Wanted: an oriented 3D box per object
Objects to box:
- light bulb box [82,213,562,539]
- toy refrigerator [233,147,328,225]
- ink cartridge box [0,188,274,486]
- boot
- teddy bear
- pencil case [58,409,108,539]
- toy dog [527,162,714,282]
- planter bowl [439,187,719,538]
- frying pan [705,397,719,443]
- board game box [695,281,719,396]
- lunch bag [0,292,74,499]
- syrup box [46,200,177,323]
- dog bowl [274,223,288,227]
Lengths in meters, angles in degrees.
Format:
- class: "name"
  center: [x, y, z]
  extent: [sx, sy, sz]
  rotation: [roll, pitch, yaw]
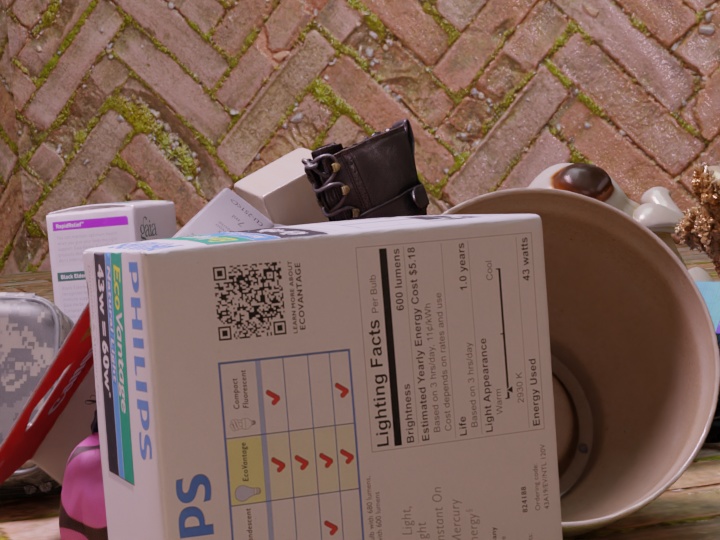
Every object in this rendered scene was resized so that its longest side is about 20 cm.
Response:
- class: "light bulb box"
  center: [-0.019, 0.078, 0.856]
  extent: [0.198, 0.201, 0.125]
  rotation: [-5, 2, -21]
- class: "toy refrigerator"
  center: [-0.017, 0.012, 1.355]
  extent: [0.070, 0.201, 0.076]
  rotation: [-29, 18, -13]
- class: "ink cartridge box"
  center: [-0.147, 0.061, 1.088]
  extent: [0.045, 0.201, 0.176]
  rotation: [37, 31, 2]
- class: "boot"
  center: [0.000, 0.000, 1.211]
  extent: [0.069, 0.176, 0.200]
  rotation: [-14, 15, 37]
- class: "teddy bear"
  center: [0.300, -0.005, 1.383]
  extent: [0.145, 0.067, 0.200]
  rotation: [39, -13, 17]
- class: "pencil case"
  center: [-0.072, 0.128, 1.011]
  extent: [0.198, 0.092, 0.093]
  rotation: [0, 6, 27]
- class: "toy dog"
  center: [0.215, -0.003, 1.579]
  extent: [0.193, 0.201, 0.139]
  rotation: [-34, -2, -37]
- class: "planter bowl"
  center: [0.097, 0.072, 1.056]
  extent: [0.198, 0.202, 0.135]
  rotation: [-5, -23, -10]
- class: "frying pan"
  center: [0.247, 0.107, 1.304]
  extent: [0.189, 0.031, 0.114]
  rotation: [18, 14, 34]
- class: "board game box"
  center: [0.269, 0.057, 1.393]
  extent: [0.151, 0.045, 0.199]
  rotation: [31, -16, -33]
- class: "lunch bag"
  center: [-0.289, 0.098, 1.293]
  extent: [0.198, 0.141, 0.168]
  rotation: [-2, -12, 1]
- class: "syrup box"
  center: [-0.188, 0.047, 1.415]
  extent: [0.081, 0.202, 0.079]
  rotation: [-3, 4, 18]
- class: "dog bowl"
  center: [-0.110, 0.052, 1.247]
  extent: [0.058, 0.202, 0.200]
  rotation: [22, -6, -21]
